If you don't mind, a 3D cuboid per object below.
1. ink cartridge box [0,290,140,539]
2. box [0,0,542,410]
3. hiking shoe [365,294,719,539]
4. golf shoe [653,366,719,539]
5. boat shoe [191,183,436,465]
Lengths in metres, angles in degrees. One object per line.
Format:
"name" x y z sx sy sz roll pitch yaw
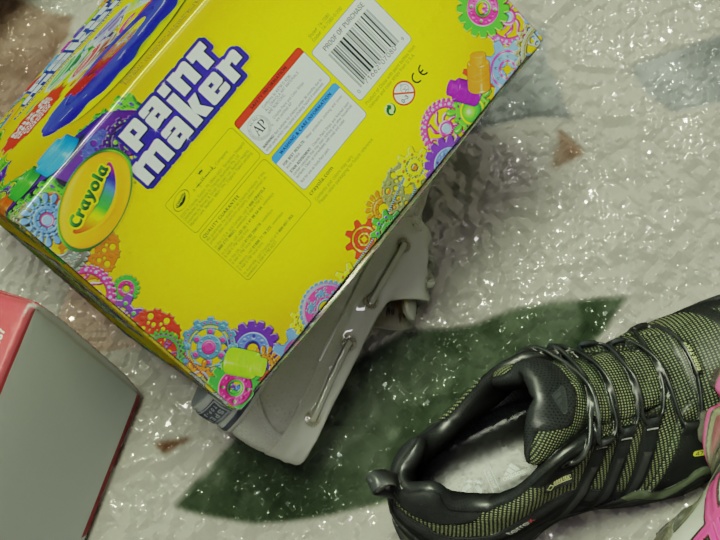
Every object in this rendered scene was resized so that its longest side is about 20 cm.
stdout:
"ink cartridge box" -0.233 0.075 0.758 0.199 0.145 0.146 16 75 17
"box" -0.060 -0.068 0.734 0.122 0.193 0.200 42 81 -21
"hiking shoe" 0.101 0.066 0.714 0.199 0.101 0.076 -29 68 1
"golf shoe" 0.164 0.119 0.668 0.072 0.092 0.201 19 90 -27
"boat shoe" 0.000 0.000 0.784 0.070 0.071 0.200 35 67 -11
